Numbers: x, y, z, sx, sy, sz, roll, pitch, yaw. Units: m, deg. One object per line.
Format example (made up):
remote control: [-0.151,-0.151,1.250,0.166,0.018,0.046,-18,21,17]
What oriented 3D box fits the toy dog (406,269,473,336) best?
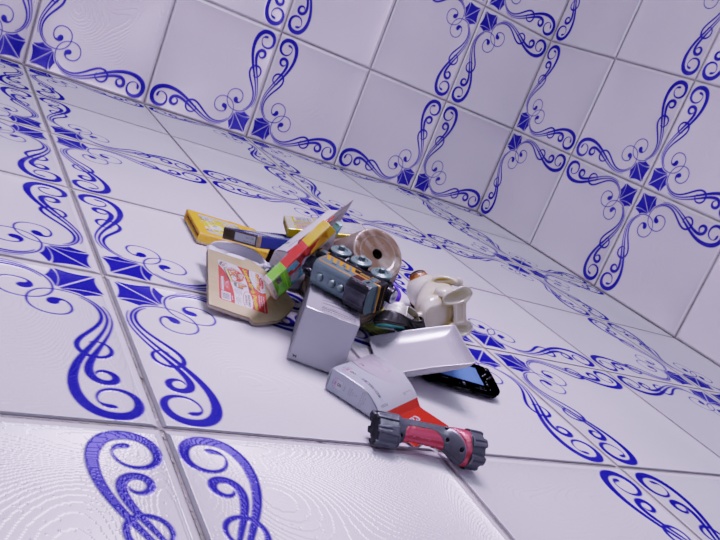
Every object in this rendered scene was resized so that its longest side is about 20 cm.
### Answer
toy dog: [0.186,0.082,1.979,0.191,0.141,0.200,-18,26,-7]

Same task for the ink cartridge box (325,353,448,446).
ink cartridge box: [0.057,0.229,1.385,0.198,0.058,0.162,25,14,25]

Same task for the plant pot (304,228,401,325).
plant pot: [0.000,0.000,1.651,0.198,0.173,0.203,12,63,-23]

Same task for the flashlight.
flashlight: [0.111,0.282,1.258,0.197,0.069,0.068,14,-6,-20]

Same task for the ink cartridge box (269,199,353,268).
ink cartridge box: [-0.107,-0.080,1.611,0.161,0.200,0.050,-40,82,-27]

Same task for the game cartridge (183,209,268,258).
game cartridge: [-0.338,-0.091,1.942,0.198,0.033,0.176,14,18,-29]

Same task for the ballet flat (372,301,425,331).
ballet flat: [0.088,0.109,1.719,0.067,0.069,0.199,-1,-16,30]

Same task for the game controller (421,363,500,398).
game controller: [0.207,0.222,1.645,0.198,0.043,0.104,17,16,-20]

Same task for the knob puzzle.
knob puzzle: [-0.228,0.050,1.573,0.218,0.031,0.221,27,29,-16]

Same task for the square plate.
square plate: [0.123,0.172,1.587,0.195,0.029,0.200,-7,19,-4]

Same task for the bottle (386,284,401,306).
bottle: [0.021,0.032,1.891,0.199,0.066,0.084,31,10,-48]

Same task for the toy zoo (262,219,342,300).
toy zoo: [-0.112,-0.030,1.539,0.020,0.200,0.131,43,-11,11]

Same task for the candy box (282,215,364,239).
candy box: [-0.082,-0.096,1.816,0.197,0.027,0.102,6,22,-14]

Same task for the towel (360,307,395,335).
towel: [0.021,0.110,1.797,0.142,0.023,0.200,24,15,1]

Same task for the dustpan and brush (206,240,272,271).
dustpan and brush: [-0.234,-0.008,1.675,0.198,0.057,0.141,17,36,-25]

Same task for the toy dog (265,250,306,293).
toy dog: [-0.165,-0.007,1.775,0.131,0.097,0.199,33,18,36]

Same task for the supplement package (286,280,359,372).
supplement package: [-0.069,0.104,1.498,0.108,0.115,0.200,20,16,-6]

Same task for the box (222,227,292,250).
box: [-0.204,-0.069,1.763,0.120,0.033,0.199,15,8,40]

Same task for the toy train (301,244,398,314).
toy train: [-0.024,0.016,1.499,0.199,0.086,0.113,29,26,27]
